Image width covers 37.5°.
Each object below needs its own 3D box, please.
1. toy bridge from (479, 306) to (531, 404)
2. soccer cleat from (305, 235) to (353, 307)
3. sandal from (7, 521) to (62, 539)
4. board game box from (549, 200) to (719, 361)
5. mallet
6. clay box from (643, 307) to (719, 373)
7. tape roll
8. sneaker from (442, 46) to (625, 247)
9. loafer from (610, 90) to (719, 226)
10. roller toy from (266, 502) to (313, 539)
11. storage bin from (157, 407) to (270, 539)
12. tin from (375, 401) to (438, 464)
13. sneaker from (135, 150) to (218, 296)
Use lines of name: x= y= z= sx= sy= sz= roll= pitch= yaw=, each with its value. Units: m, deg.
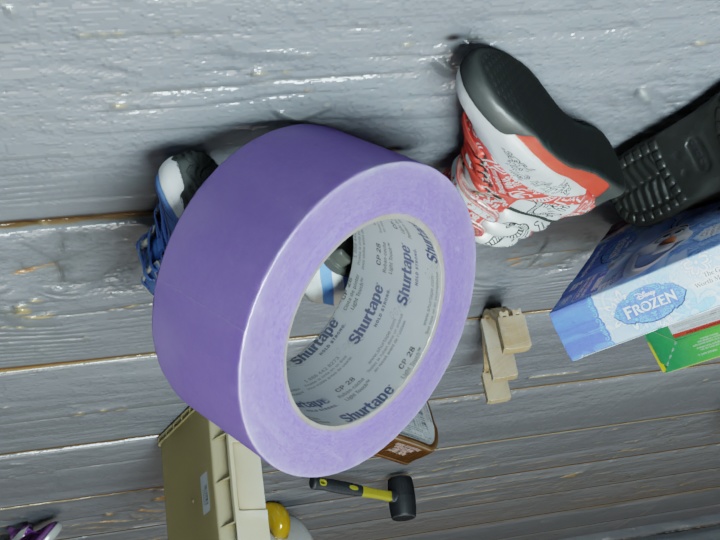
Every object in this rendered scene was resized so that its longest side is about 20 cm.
toy bridge: x=0.135 y=0.074 z=1.036 sx=0.027 sy=0.068 sz=0.200 roll=-10 pitch=159 yaw=-2
soccer cleat: x=0.000 y=0.000 z=0.814 sx=0.086 sy=0.071 sz=0.199 roll=-14 pitch=154 yaw=33
sandal: x=-0.495 y=0.394 z=1.519 sx=0.050 sy=0.083 sz=0.202 roll=46 pitch=135 yaw=-12
board game box: x=0.253 y=-0.024 z=0.763 sx=0.198 sy=0.044 sz=0.200 roll=-25 pitch=-172 yaw=31
mallet: x=0.006 y=0.324 z=1.602 sx=0.199 sy=0.066 sz=0.041 roll=26 pitch=139 yaw=-32
clay box: x=0.296 y=-0.001 z=0.807 sx=0.114 sy=0.048 sz=0.200 roll=-25 pitch=-170 yaw=37
tape roll: x=-0.023 y=0.018 z=0.654 sx=0.085 sy=0.201 sz=0.199 roll=27 pitch=-176 yaw=39
sneaker: x=0.086 y=-0.067 z=0.681 sx=0.107 sy=0.068 sz=0.201 roll=-26 pitch=156 yaw=27
loafer: x=0.262 y=-0.092 z=0.719 sx=0.199 sy=0.074 sz=0.071 roll=-22 pitch=176 yaw=43
roller toy: x=-0.169 y=0.480 z=1.701 sx=0.199 sy=0.184 sz=0.139 roll=-27 pitch=152 yaw=35
storage bin: x=-0.141 y=0.247 z=1.148 sx=0.093 sy=0.202 sz=0.198 roll=5 pitch=153 yaw=-28
tin: x=0.023 y=0.129 z=1.060 sx=0.042 sy=0.113 sz=0.200 roll=-28 pitch=154 yaw=16
sneaker: x=-0.113 y=-0.011 z=0.710 sx=0.076 sy=0.076 sz=0.200 roll=-13 pitch=156 yaw=-5
